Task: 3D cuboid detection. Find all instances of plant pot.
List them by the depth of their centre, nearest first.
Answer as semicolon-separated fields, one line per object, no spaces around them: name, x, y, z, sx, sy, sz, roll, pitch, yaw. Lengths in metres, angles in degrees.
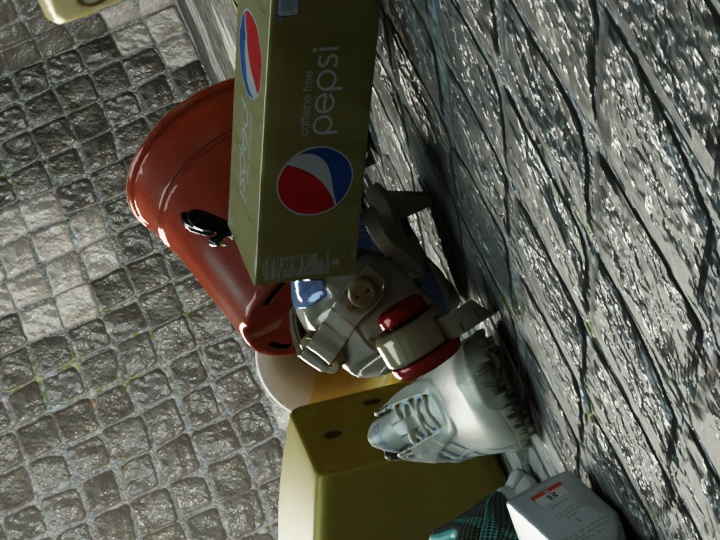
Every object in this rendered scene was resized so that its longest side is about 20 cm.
plant pot;0.033;0.200;1.329;0.200;0.199;0.178;-124;23;-68
plant pot;-0.084;-0.041;1.517;0.196;0.200;0.201;54;170;31

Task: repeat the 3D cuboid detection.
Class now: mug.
mug;-0.037;0.086;1.825;0.153;0.148;0.188;-100;-4;-74

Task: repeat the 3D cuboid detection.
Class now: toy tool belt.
toy tool belt;0.000;0.000;1.048;0.123;0.124;0.200;59;176;-7

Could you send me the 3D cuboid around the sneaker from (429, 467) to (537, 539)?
sneaker;0.099;0.201;1.058;0.200;0.091;0.078;-131;17;-75

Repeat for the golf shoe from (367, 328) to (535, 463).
golf shoe;0.054;0.097;1.054;0.200;0.097;0.079;91;157;-75

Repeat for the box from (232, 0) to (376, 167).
box;-0.053;-0.169;1.299;0.200;0.049;0.161;-125;14;-70

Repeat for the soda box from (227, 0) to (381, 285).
soda box;-0.034;-0.093;0.925;0.068;0.064;0.201;-118;28;-50

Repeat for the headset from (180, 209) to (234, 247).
headset;-0.059;-0.105;1.062;0.124;0.093;0.201;-99;18;-57

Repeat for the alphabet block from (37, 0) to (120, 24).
alphabet block;-0.190;-0.333;1.183;0.200;0.194;0.197;79;169;-65

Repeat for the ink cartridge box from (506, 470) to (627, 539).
ink cartridge box;0.152;0.208;0.847;0.163;0.050;0.200;69;167;-17
